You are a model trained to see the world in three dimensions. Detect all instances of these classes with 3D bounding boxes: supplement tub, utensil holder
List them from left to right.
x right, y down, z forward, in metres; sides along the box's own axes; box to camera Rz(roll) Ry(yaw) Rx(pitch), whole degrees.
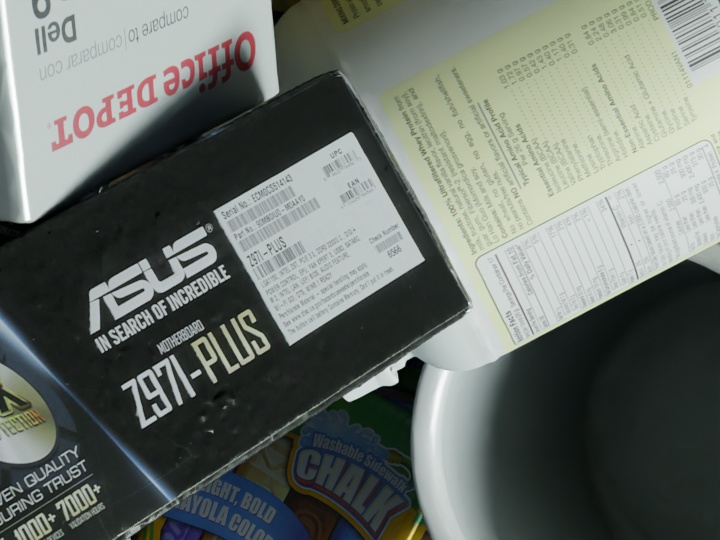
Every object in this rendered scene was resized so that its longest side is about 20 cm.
[{"bbox_3d":[0.056,-0.054,0.857,0.199,0.145,0.145,-27,147,3],"label":"supplement tub"},{"bbox_3d":[0.134,0.069,1.012,0.171,0.169,0.200,-66,159,8],"label":"utensil holder"}]

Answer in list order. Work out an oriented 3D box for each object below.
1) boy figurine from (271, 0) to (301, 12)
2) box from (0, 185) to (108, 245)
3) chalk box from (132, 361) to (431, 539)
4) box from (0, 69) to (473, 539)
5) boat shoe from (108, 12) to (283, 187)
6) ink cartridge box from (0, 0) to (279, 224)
[{"bbox_3d":[0.025,-0.134,0.952,0.199,0.125,0.064,-4,154,-38],"label":"boy figurine"},{"bbox_3d":[-0.161,-0.037,0.790,0.200,0.051,0.158,24,93,-61],"label":"box"},{"bbox_3d":[-0.004,0.105,1.085,0.201,0.124,0.125,-63,151,3],"label":"chalk box"},{"bbox_3d":[-0.094,0.037,0.733,0.200,0.086,0.164,-32,-177,-38],"label":"box"},{"bbox_3d":[-0.038,-0.054,0.940,0.200,0.063,0.074,-21,134,-36],"label":"boat shoe"},{"bbox_3d":[-0.099,-0.129,0.699,0.145,0.087,0.201,-32,124,-56],"label":"ink cartridge box"}]
